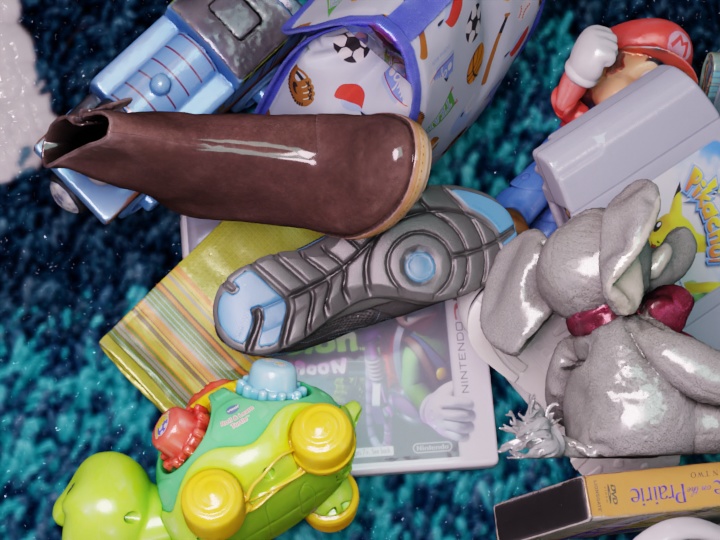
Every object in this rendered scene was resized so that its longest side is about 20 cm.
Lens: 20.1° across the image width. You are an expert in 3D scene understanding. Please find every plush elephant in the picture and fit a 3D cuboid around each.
[{"bbox_3d":[0.157,0.032,1.199,0.199,0.164,0.157,3,82,-36],"label":"plush elephant"}]

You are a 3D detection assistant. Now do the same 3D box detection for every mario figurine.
[{"bbox_3d":[0.163,-0.081,1.346,0.106,0.124,0.201,32,78,12],"label":"mario figurine"}]

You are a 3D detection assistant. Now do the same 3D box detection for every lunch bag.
[{"bbox_3d":[0.029,-0.143,1.271,0.124,0.200,0.170,41,58,3],"label":"lunch bag"}]

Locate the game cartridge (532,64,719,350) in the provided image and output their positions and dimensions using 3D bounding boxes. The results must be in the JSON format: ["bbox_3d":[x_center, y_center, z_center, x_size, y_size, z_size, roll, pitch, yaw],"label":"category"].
[{"bbox_3d":[0.200,-0.025,1.332,0.133,0.040,0.201,-34,117,-18],"label":"game cartridge"}]

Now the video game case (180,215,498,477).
[{"bbox_3d":[-0.014,0.044,1.335,0.198,0.023,0.184,-3,78,-10],"label":"video game case"}]

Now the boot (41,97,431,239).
[{"bbox_3d":[-0.073,-0.062,1.174,0.165,0.199,0.073,9,81,-36],"label":"boot"}]

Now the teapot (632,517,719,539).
[{"bbox_3d":[0.225,0.257,1.244,0.145,0.198,0.201,-27,74,-13],"label":"teapot"}]

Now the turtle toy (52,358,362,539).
[{"bbox_3d":[-0.088,0.126,1.233,0.199,0.146,0.101,-29,67,-13],"label":"turtle toy"}]

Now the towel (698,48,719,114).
[{"bbox_3d":[0.316,-0.069,1.381,0.198,0.022,0.148,6,109,-9],"label":"towel"}]

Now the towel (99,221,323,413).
[{"bbox_3d":[-0.071,0.008,1.312,0.086,0.018,0.200,44,74,0],"label":"towel"}]

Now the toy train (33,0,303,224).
[{"bbox_3d":[-0.121,-0.116,1.304,0.087,0.114,0.200,45,74,3],"label":"toy train"}]

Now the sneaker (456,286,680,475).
[{"bbox_3d":[0.136,0.068,1.328,0.076,0.081,0.200,-40,110,0],"label":"sneaker"}]

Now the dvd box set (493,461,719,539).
[{"bbox_3d":[0.200,0.141,1.260,0.198,0.146,0.030,-4,78,-18],"label":"dvd box set"}]

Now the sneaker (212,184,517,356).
[{"bbox_3d":[0.000,0.000,1.271,0.198,0.082,0.074,-17,84,-9],"label":"sneaker"}]
